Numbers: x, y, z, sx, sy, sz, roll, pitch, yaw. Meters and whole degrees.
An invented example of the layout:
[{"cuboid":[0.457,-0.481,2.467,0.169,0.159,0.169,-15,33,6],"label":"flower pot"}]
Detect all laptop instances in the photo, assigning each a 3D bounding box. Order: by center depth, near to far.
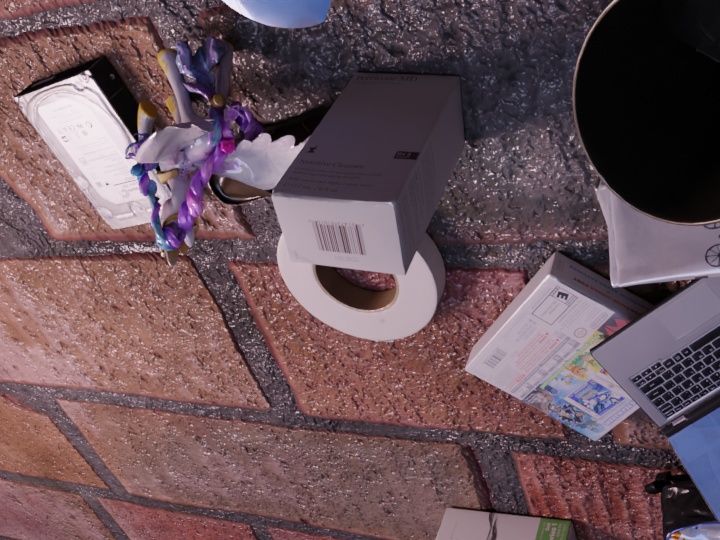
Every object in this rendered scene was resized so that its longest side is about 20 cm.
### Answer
[{"cuboid":[0.361,0.117,0.764,0.187,0.116,0.200,-39,108,21],"label":"laptop"}]

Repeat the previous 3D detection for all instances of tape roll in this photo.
[{"cuboid":[0.000,0.000,0.942,0.202,0.037,0.203,14,137,14],"label":"tape roll"}]

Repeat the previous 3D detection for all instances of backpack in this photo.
[{"cuboid":[0.464,0.322,0.941,0.200,0.154,0.190,-20,131,36],"label":"backpack"}]

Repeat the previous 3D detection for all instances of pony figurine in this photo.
[{"cuboid":[-0.154,-0.124,0.784,0.166,0.201,0.193,10,151,-39],"label":"pony figurine"}]

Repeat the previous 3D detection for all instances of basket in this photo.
[{"cuboid":[0.246,-0.156,0.521,0.136,0.200,0.181,29,149,25],"label":"basket"}]

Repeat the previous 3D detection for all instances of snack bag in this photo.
[{"cuboid":[0.275,-0.093,0.607,0.188,0.201,0.021,-9,160,31],"label":"snack bag"}]

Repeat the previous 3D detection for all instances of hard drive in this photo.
[{"cuboid":[-0.300,-0.142,0.960,0.139,0.038,0.200,-6,129,33],"label":"hard drive"}]

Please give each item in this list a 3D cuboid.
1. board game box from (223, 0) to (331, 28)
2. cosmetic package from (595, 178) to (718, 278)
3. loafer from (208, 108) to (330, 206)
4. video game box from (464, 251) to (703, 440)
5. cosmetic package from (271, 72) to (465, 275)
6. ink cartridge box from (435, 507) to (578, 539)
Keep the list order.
[{"cuboid":[-0.070,-0.309,0.678,0.158,0.039,0.200,30,133,5],"label":"board game box"},{"cuboid":[0.314,-0.062,0.673,0.199,0.081,0.113,-7,126,34],"label":"cosmetic package"},{"cuboid":[-0.098,-0.112,0.858,0.200,0.071,0.073,-19,120,39],"label":"loafer"},{"cuboid":[0.241,0.091,0.899,0.182,0.047,0.200,31,138,-1],"label":"video game box"},{"cuboid":[0.016,-0.093,0.722,0.112,0.200,0.081,6,135,19],"label":"cosmetic package"},{"cuboid":[0.226,0.439,1.218,0.199,0.084,0.146,-2,130,29],"label":"ink cartridge box"}]
